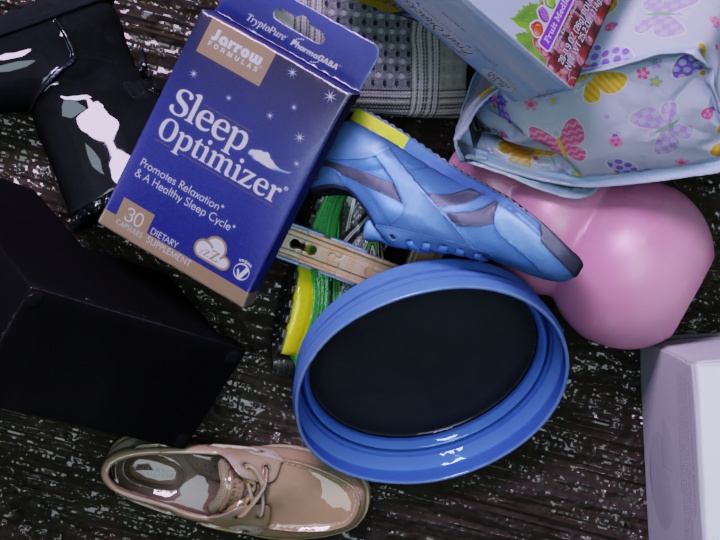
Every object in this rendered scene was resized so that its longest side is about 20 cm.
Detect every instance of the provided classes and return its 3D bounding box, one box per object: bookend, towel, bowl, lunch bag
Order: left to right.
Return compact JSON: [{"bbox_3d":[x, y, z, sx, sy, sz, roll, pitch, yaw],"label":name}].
[{"bbox_3d":[-0.221,0.019,1.335,0.200,0.198,0.092,44,107,41],"label":"bookend"},{"bbox_3d":[0.008,-0.212,1.326,0.192,0.035,0.201,3,95,-30],"label":"towel"},{"bbox_3d":[0.048,0.072,1.327,0.200,0.039,0.201,-7,133,-8],"label":"bowl"},{"bbox_3d":[0.174,-0.144,1.289,0.199,0.170,0.127,-7,130,29],"label":"lunch bag"}]

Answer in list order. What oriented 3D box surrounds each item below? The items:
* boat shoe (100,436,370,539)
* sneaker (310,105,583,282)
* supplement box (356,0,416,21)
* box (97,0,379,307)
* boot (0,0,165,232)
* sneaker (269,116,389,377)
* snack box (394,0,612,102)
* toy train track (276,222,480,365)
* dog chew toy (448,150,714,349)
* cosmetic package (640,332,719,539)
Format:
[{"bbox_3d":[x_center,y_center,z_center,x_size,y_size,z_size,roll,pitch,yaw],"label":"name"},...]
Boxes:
[{"bbox_3d":[-0.092,0.163,1.372,0.199,0.065,0.072,6,93,0],"label":"boat shoe"},{"bbox_3d":[0.056,-0.033,1.274,0.200,0.066,0.079,32,87,17],"label":"sneaker"},{"bbox_3d":[0.065,-0.276,1.273,0.109,0.109,0.201,13,81,-32],"label":"supplement box"},{"bbox_3d":[-0.083,-0.091,1.272,0.121,0.032,0.200,30,101,9],"label":"box"},{"bbox_3d":[-0.225,-0.105,1.341,0.198,0.073,0.163,-27,86,-14],"label":"boot"},{"bbox_3d":[-0.007,-0.015,1.367,0.085,0.078,0.201,12,99,-11],"label":"sneaker"},{"bbox_3d":[0.097,-0.237,1.185,0.169,0.068,0.200,37,66,-26],"label":"snack box"},{"bbox_3d":[0.000,0.000,1.314,0.199,0.033,0.115,20,98,-12],"label":"toy train track"},{"bbox_3d":[0.151,-0.029,1.341,0.200,0.125,0.125,30,92,8],"label":"dog chew toy"},{"bbox_3d":[0.275,0.149,1.306,0.122,0.200,0.200,-3,93,0],"label":"cosmetic package"}]
